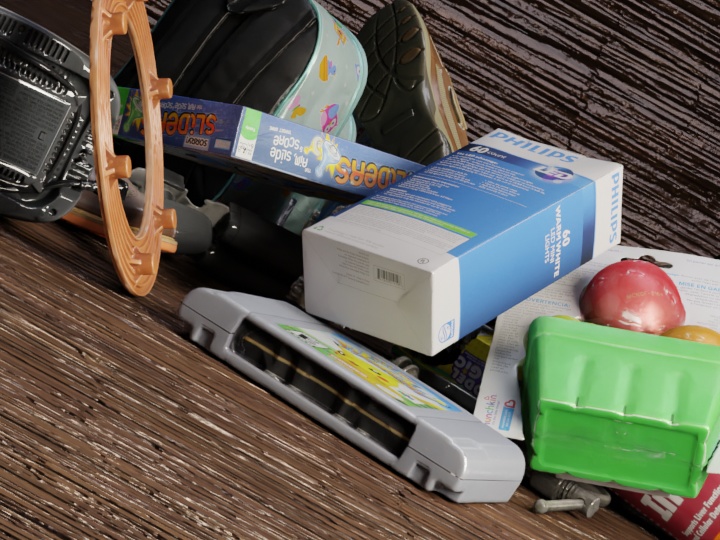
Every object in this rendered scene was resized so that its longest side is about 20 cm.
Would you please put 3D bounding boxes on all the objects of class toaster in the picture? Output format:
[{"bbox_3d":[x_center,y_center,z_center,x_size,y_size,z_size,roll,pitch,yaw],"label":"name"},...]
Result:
[{"bbox_3d":[-0.235,-0.107,1.456,0.199,0.114,0.129,23,6,-34],"label":"toaster"}]

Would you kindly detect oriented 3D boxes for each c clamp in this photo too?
[{"bbox_3d":[0.086,0.104,1.578,0.200,0.027,0.171,33,8,32],"label":"c clamp"}]

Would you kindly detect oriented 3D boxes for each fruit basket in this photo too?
[{"bbox_3d":[0.173,0.053,1.534,0.184,0.094,0.200,9,34,6],"label":"fruit basket"}]

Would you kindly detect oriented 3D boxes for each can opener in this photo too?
[{"bbox_3d":[-0.089,-0.008,1.671,0.199,0.053,0.067,27,36,-26],"label":"can opener"}]

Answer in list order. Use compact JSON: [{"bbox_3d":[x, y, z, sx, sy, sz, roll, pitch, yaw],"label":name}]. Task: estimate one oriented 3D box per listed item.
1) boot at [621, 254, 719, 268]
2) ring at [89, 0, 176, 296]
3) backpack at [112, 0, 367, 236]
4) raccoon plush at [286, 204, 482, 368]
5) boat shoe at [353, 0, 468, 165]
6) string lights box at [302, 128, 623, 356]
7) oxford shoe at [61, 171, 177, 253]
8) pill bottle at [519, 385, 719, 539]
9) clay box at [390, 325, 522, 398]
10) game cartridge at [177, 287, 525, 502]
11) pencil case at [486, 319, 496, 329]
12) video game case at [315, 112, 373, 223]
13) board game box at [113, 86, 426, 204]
[{"bbox_3d":[0.209,0.006,1.687,0.157,0.212,0.079,35,18,0],"label":"boot"},{"bbox_3d":[-0.131,-0.086,1.441,0.019,0.202,0.200,-3,4,5],"label":"ring"},{"bbox_3d":[-0.089,-0.121,1.811,0.175,0.201,0.153,33,4,41],"label":"backpack"},{"bbox_3d":[0.000,0.000,1.649,0.133,0.097,0.200,18,-2,-24],"label":"raccoon plush"},{"bbox_3d":[0.042,-0.113,1.850,0.074,0.075,0.201,38,34,-44],"label":"boat shoe"},{"bbox_3d":[0.066,-0.022,1.521,0.102,0.059,0.200,19,32,36],"label":"string lights box"},{"bbox_3d":[-0.189,-0.076,1.585,0.199,0.073,0.071,32,6,24],"label":"oxford shoe"},{"bbox_3d":[0.207,0.107,1.616,0.199,0.113,0.113,36,7,9],"label":"pill bottle"},{"bbox_3d":[0.129,0.094,1.762,0.199,0.048,0.115,33,6,21],"label":"clay box"},{"bbox_3d":[-0.001,0.071,1.424,0.199,0.041,0.133,31,3,20],"label":"game cartridge"},{"bbox_3d":[0.122,0.017,1.927,0.089,0.078,0.200,17,-16,2],"label":"pencil case"},{"bbox_3d":[-0.086,-0.096,1.915,0.199,0.143,0.018,32,-15,31],"label":"video game case"},{"bbox_3d":[-0.054,-0.078,1.635,0.199,0.035,0.135,16,-3,-44],"label":"board game box"}]
